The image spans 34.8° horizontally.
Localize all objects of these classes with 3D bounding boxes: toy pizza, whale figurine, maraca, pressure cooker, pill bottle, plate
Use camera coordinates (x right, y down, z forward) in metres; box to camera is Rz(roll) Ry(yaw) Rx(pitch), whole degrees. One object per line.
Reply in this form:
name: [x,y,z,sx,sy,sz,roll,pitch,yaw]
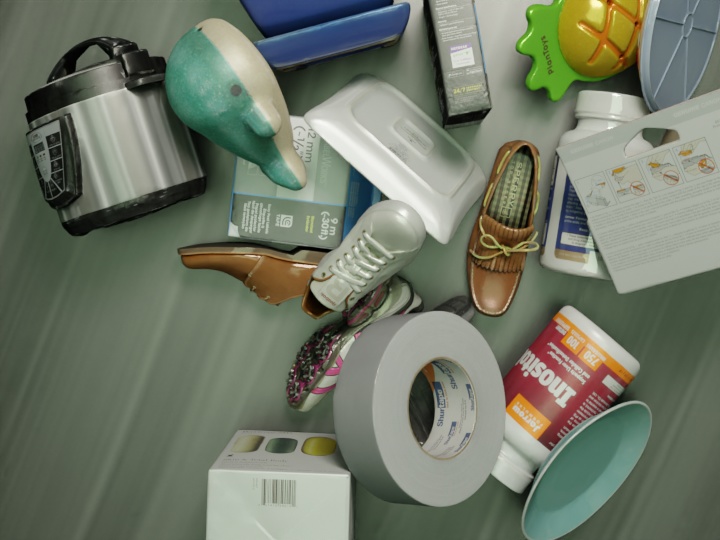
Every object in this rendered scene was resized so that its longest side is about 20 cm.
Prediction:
toy pizza: [0.342,-0.269,1.248,0.031,0.199,0.202,19,94,33]
whale figurine: [-0.132,-0.161,1.206,0.103,0.159,0.201,-35,124,-8]
maraca: [0.255,-0.270,1.266,0.199,0.107,0.138,-32,120,-15]
pressure cooker: [-0.275,-0.154,1.270,0.174,0.179,0.202,-16,96,2]
pill bottle: [0.213,0.149,1.301,0.113,0.113,0.201,39,94,-1]
plate: [0.248,0.221,1.286,0.201,0.200,0.026,-50,53,4]
pill bottle: [0.269,-0.094,1.286,0.110,0.111,0.203,9,94,1]
plate: [0.050,-0.135,1.251,0.199,0.200,0.032,42,120,-1]

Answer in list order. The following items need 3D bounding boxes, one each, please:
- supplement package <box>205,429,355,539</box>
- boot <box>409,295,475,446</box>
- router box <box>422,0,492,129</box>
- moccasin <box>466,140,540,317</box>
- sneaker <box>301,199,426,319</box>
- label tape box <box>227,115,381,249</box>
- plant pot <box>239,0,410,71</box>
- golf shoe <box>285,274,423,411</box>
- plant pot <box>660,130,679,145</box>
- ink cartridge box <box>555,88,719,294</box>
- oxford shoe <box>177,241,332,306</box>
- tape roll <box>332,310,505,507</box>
supplement package: [-0.082,0.273,1.275,0.150,0.200,0.153,2,94,2]
boot: [0.092,0.136,1.337,0.132,0.070,0.200,42,100,-8]
router box: [0.102,-0.235,1.238,0.050,0.200,0.151,-10,93,3]
moccasin: [0.168,-0.047,1.308,0.073,0.078,0.204,17,94,1]
sneaker: [0.000,0.000,1.210,0.073,0.200,0.085,39,53,-6]
label tape box: [-0.046,-0.100,1.320,0.197,0.066,0.145,7,94,3]
plant pot: [-0.045,-0.319,1.246,0.198,0.200,0.182,-14,99,2]
golf shoe: [-0.007,0.092,1.325,0.092,0.073,0.201,32,105,-27]
plant pot: [0.434,-0.111,1.235,0.185,0.200,0.190,0,93,1]
ink cartridge box: [0.319,-0.081,1.154,0.199,0.044,0.175,-18,104,36]
oxford shoe: [-0.116,0.004,1.327,0.197,0.071,0.072,7,98,0]
tape roll: [0.065,0.146,1.216,0.199,0.066,0.203,7,79,-41]
